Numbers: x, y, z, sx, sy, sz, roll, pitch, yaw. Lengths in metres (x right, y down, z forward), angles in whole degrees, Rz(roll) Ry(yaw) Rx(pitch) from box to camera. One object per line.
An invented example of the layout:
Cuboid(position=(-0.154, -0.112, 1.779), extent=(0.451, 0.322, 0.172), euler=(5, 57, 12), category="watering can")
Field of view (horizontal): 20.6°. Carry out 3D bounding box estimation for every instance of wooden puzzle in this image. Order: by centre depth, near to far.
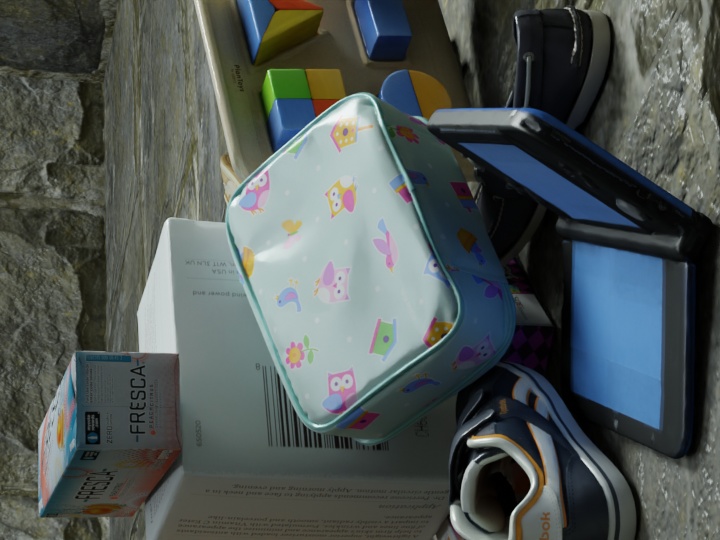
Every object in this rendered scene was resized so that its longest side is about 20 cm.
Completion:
Cuboid(position=(-0.010, -0.143, 1.395), extent=(0.046, 0.199, 0.186), euler=(119, 144, -48), category="wooden puzzle")

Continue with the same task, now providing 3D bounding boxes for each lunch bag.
Cuboid(position=(0.001, 0.000, 1.245), extent=(0.160, 0.077, 0.200), euler=(-41, 55, 28), category="lunch bag")

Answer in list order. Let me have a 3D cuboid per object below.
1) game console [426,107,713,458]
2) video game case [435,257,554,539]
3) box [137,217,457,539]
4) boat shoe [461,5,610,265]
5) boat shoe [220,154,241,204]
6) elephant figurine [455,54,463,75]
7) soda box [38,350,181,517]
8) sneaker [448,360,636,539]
Cuboid(position=(0.107, 0.000, 1.097), extent=(0.119, 0.170, 0.200), euler=(-60, 13, -3), category="game console")
Cuboid(position=(0.076, 0.082, 1.360), extent=(0.181, 0.036, 0.200), euler=(-113, 30, -60), category="video game case")
Cuboid(position=(-0.044, 0.083, 1.351), extent=(0.131, 0.198, 0.200), euler=(117, 151, -53), category="box")
Cuboid(position=(0.094, -0.085, 1.248), extent=(0.073, 0.063, 0.200), euler=(-100, 24, -45), category="boat shoe")
Cuboid(position=(-0.116, -0.073, 2.134), extent=(0.200, 0.074, 0.069), euler=(-123, 44, -67), category="boat shoe")
Cuboid(position=(-0.009, -0.099, 1.538), extent=(0.155, 0.141, 0.200), euler=(-111, 31, -49), category="elephant figurine")
Cuboid(position=(-0.165, 0.109, 1.276), extent=(0.200, 0.068, 0.064), euler=(129, 140, -65), category="soda box")
Cuboid(position=(0.084, 0.110, 1.166), extent=(0.200, 0.079, 0.079), euler=(-136, 48, -62), category="sneaker")
